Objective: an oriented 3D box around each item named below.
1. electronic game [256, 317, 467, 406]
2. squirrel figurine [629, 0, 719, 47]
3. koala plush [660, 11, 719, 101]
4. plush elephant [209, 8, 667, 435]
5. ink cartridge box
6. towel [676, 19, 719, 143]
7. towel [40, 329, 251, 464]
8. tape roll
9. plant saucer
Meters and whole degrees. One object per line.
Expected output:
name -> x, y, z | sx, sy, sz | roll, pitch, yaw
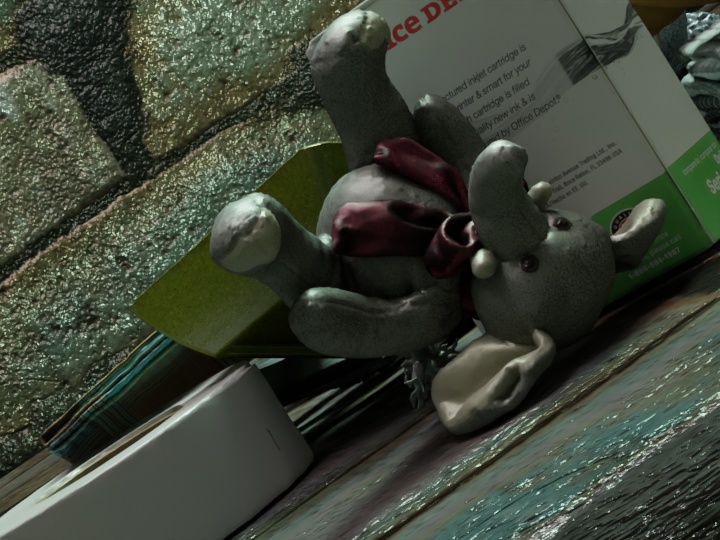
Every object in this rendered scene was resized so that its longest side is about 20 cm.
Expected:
electronic game -> -0.003, 0.055, 1.595 | 0.199, 0.042, 0.200 | -25, 1, 0
squirrel figurine -> 0.203, -0.195, 1.369 | 0.199, 0.142, 0.187 | -21, -16, -38
koala plush -> 0.147, -0.150, 1.529 | 0.178, 0.184, 0.200 | -49, -1, -12
plush elephant -> 0.052, -0.011, 1.149 | 0.154, 0.200, 0.165 | -4, 39, 41
ink cartridge box -> 0.089, -0.077, 1.248 | 0.146, 0.200, 0.084 | -30, 3, 33
towel -> 0.274, -0.133, 1.374 | 0.165, 0.086, 0.200 | -35, 5, 1
towel -> -0.104, 0.057, 1.503 | 0.200, 0.022, 0.147 | -42, -18, -1
tape roll -> -0.128, 0.135, 1.379 | 0.202, 0.071, 0.202 | -33, 3, 2
plant saucer -> 0.000, 0.000, 1.380 | 0.199, 0.048, 0.200 | 2, -29, -39
